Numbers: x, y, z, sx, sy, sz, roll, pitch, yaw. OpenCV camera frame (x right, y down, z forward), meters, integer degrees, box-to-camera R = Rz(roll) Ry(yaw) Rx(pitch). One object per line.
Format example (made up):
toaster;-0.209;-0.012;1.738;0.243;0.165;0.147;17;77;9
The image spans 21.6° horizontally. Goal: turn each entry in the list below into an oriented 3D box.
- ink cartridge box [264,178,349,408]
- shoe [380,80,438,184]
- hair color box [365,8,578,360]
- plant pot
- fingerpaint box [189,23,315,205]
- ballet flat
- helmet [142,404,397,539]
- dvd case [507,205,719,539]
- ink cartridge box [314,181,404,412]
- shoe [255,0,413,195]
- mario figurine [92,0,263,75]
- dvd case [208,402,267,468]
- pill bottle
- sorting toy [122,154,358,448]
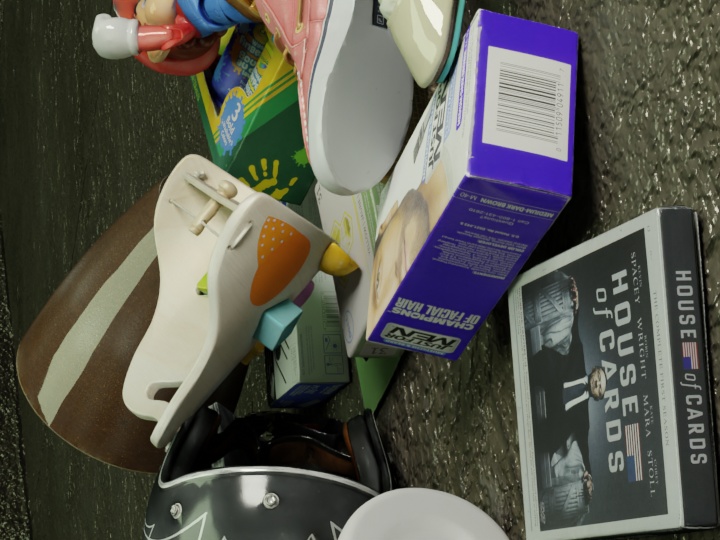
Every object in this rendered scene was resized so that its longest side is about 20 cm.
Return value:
ink cartridge box;-0.049;0.002;1.499;0.094;0.044;0.202;139;129;-66
shoe;0.025;-0.146;1.240;0.053;0.069;0.201;55;-149;-67
hair color box;0.060;-0.043;1.071;0.200;0.064;0.110;116;163;-58
plant pot;-0.154;0.024;1.506;0.201;0.186;0.188;-61;31;32
fingerpaint box;-0.063;-0.179;1.428;0.167;0.073;0.201;-60;31;31
ballet flat;0.034;-0.191;1.085;0.070;0.069;0.201;115;170;-55
helmet;-0.060;0.187;1.294;0.191;0.198;0.201;-88;8;-57
dvd case;0.124;0.061;0.962;0.200;0.025;0.152;146;122;-71
ink cartridge box;0.000;0.000;1.337;0.200;0.048;0.146;117;147;-52
shoe;-0.019;-0.140;1.177;0.091;0.071;0.202;-7;72;48
mario figurine;-0.120;-0.204;1.343;0.199;0.123;0.107;-12;79;54
dvd case;-0.070;0.219;1.478;0.149;0.016;0.201;46;-152;-54
pill bottle;0.021;0.234;1.153;0.201;0.113;0.114;107;156;-46
sorting toy;-0.103;0.031;1.293;0.181;0.107;0.200;-57;20;0
